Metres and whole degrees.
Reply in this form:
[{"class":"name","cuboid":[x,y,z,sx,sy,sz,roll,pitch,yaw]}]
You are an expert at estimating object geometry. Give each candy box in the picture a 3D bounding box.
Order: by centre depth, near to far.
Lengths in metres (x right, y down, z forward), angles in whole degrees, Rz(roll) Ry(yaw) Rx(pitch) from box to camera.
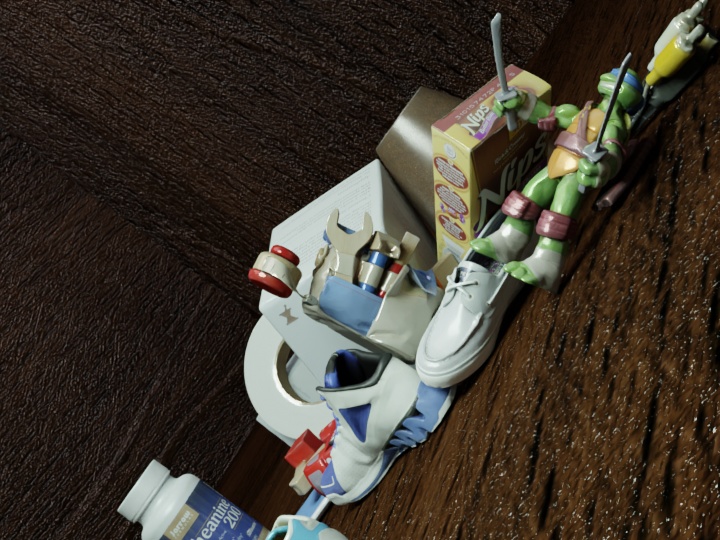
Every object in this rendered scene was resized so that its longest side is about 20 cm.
[{"class":"candy box","cuboid":[0.130,-0.087,0.999,0.116,0.056,0.201,-39,-35,-23]}]

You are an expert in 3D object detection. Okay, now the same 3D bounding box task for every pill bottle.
[{"class":"pill bottle","cuboid":[-0.223,0.347,1.357,0.112,0.199,0.111,-53,3,4]}]

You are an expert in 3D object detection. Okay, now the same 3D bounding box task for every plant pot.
[{"class":"plant pot","cuboid":[0.123,-0.121,1.193,0.188,0.199,0.187,-53,3,4]}]

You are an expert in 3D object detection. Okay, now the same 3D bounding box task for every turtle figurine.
[{"class":"turtle figurine","cuboid":[0.149,-0.096,0.840,0.199,0.143,0.196,5,-68,-62]}]

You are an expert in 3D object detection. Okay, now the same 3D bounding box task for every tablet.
[{"class":"tablet","cuboid":[-0.088,0.332,1.213,0.201,0.014,0.130,-54,3,-4]}]

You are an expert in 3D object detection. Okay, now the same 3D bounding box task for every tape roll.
[{"class":"tape roll","cuboid":[-0.061,0.127,1.359,0.204,0.202,0.037,-53,-22,4]}]

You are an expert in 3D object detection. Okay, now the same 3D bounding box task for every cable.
[{"class":"cable","cuboid":[0.264,-0.170,0.943,0.200,0.050,0.097,-50,4,41]}]

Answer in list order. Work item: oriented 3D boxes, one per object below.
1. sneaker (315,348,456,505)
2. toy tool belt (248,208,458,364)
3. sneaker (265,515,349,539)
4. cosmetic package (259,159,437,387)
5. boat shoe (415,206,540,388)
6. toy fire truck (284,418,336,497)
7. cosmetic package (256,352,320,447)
[{"class":"sneaker","cuboid":[0.001,0.139,0.999,0.200,0.115,0.081,-51,2,41]},{"class":"toy tool belt","cuboid":[0.000,0.000,0.989,0.124,0.198,0.125,-64,16,-12]},{"class":"sneaker","cuboid":[-0.050,0.250,0.872,0.077,0.080,0.200,-57,2,-25]},{"class":"cosmetic package","cuboid":[0.001,0.013,1.156,0.166,0.167,0.201,-31,23,15]},{"class":"boat shoe","cuboid":[0.110,0.017,0.942,0.071,0.069,0.200,21,60,42]},{"class":"toy fire truck","cuboid":[-0.042,0.221,1.189,0.141,0.049,0.200,-44,5,18]},{"class":"cosmetic package","cuboid":[-0.042,0.153,1.488,0.201,0.122,0.199,-52,3,4]}]
